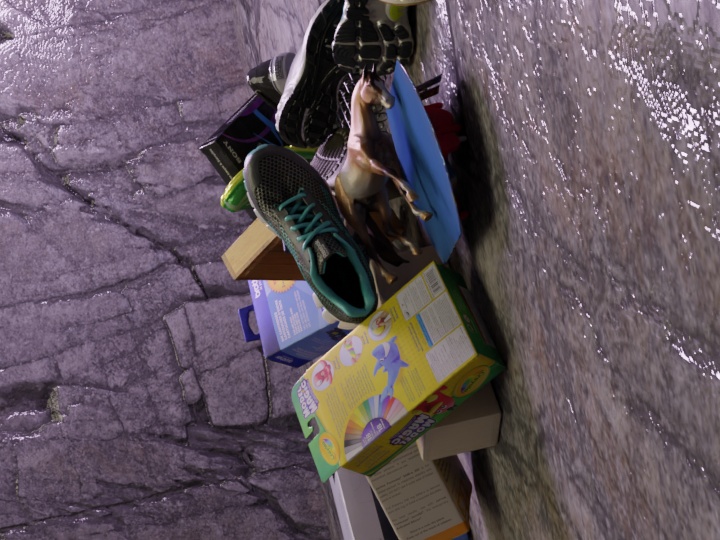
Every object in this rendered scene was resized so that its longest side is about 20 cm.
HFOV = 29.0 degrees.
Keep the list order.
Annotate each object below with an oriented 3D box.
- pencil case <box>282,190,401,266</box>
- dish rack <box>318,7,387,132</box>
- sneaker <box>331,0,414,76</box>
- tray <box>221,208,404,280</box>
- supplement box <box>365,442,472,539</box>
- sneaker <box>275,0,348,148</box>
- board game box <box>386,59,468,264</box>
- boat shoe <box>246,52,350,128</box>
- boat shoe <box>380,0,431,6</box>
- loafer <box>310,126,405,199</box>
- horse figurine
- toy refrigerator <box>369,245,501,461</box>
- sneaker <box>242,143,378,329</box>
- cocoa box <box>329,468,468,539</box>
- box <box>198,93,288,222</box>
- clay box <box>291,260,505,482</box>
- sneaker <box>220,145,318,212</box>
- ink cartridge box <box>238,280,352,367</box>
[{"bbox_3d":[0.000,0.000,1.455,0.200,0.078,0.090,43,-124,-49],"label":"pencil case"},{"bbox_3d":[-0.002,-0.192,1.542,0.154,0.054,0.200,85,168,-49],"label":"dish rack"},{"bbox_3d":[0.017,-0.257,1.304,0.200,0.077,0.080,99,176,-56],"label":"sneaker"},{"bbox_3d":[-0.048,-0.030,1.522,0.099,0.200,0.037,-45,63,29],"label":"tray"},{"bbox_3d":[0.040,0.172,1.424,0.200,0.073,0.126,63,-169,-9],"label":"supplement box"},{"bbox_3d":[-0.034,-0.224,1.427,0.200,0.074,0.079,-58,23,32],"label":"sneaker"},{"bbox_3d":[0.071,-0.096,1.220,0.200,0.039,0.158,101,149,-77],"label":"board game box"},{"bbox_3d":[-0.068,-0.197,1.662,0.200,0.066,0.070,28,-124,-59],"label":"boat shoe"},{"bbox_3d":[0.024,-0.282,1.128,0.200,0.074,0.069,-111,7,-51],"label":"boat shoe"},{"bbox_3d":[0.005,-0.099,1.414,0.076,0.067,0.200,-60,24,-5],"label":"loafer"},{"bbox_3d":[0.016,-0.074,1.273,0.133,0.050,0.200,56,158,25],"label":"horse figurine"},{"bbox_3d":[0.069,0.079,1.346,0.070,0.076,0.200,89,166,-55],"label":"toy refrigerator"},{"bbox_3d":[-0.038,-0.033,1.304,0.200,0.078,0.091,56,174,-9],"label":"sneaker"},{"bbox_3d":[0.037,0.262,1.647,0.133,0.131,0.200,91,165,-62],"label":"cocoa box"},{"bbox_3d":[-0.094,-0.148,1.694,0.036,0.200,0.143,-19,114,44],"label":"box"},{"bbox_3d":[0.028,0.099,1.270,0.048,0.200,0.115,24,-147,-43],"label":"clay box"},{"bbox_3d":[-0.062,-0.099,1.594,0.074,0.199,0.084,121,130,-64],"label":"sneaker"},{"bbox_3d":[-0.064,0.034,1.782,0.076,0.200,0.137,21,-134,-52],"label":"ink cartridge box"}]
